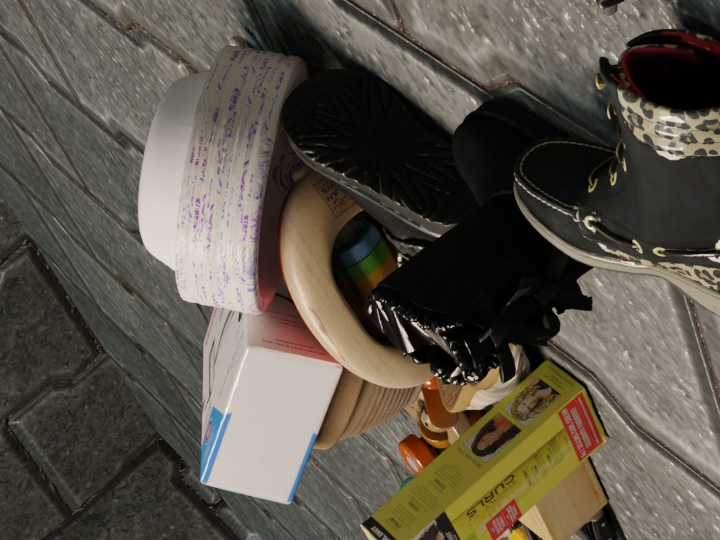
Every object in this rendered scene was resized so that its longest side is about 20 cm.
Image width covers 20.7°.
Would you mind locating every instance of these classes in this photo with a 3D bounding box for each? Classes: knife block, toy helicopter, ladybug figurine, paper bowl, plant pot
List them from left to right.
[{"bbox_3d":[-0.107,-0.073,1.527,0.103,0.202,0.201,10,158,8],"label":"paper bowl"},{"bbox_3d":[0.000,0.000,1.534,0.072,0.135,0.201,3,128,58],"label":"ladybug figurine"},{"bbox_3d":[0.007,0.058,1.688,0.092,0.203,0.201,11,174,-13],"label":"plant pot"},{"bbox_3d":[0.043,0.093,1.795,0.201,0.079,0.132,53,167,6],"label":"toy helicopter"},{"bbox_3d":[0.166,0.187,1.664,0.176,0.064,0.200,49,166,3],"label":"knife block"}]

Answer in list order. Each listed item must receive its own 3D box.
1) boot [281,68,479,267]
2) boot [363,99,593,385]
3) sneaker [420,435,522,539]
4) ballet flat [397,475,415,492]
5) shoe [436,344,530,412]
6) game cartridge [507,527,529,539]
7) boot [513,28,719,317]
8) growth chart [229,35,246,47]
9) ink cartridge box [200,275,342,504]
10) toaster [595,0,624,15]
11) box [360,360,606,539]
[{"bbox_3d":[0.033,-0.042,1.445,0.211,0.079,0.158,41,164,34],"label":"boot"},{"bbox_3d":[0.071,-0.017,1.199,0.198,0.162,0.074,32,156,54],"label":"boot"},{"bbox_3d":[0.096,0.202,1.912,0.079,0.079,0.200,55,168,-24],"label":"sneaker"},{"bbox_3d":[0.081,0.253,2.157,0.075,0.068,0.200,27,171,2],"label":"ballet flat"},{"bbox_3d":[0.105,0.067,1.586,0.200,0.053,0.071,121,142,-72],"label":"shoe"},{"bbox_3d":[0.227,0.335,1.935,0.200,0.032,0.177,33,158,50],"label":"game cartridge"},{"bbox_3d":[0.146,-0.065,1.025,0.203,0.073,0.154,29,154,42],"label":"boot"},{"bbox_3d":[-0.074,-0.127,1.711,0.145,0.018,0.200,50,168,-2],"label":"growth chart"},{"bbox_3d":[-0.077,0.071,1.646,0.083,0.147,0.201,13,-150,-13],"label":"ink cartridge box"},{"bbox_3d":[0.084,-0.224,0.688,0.181,0.118,0.200,49,166,9],"label":"toaster"},{"bbox_3d":[0.097,0.164,1.527,0.050,0.200,0.076,36,161,45],"label":"box"}]
